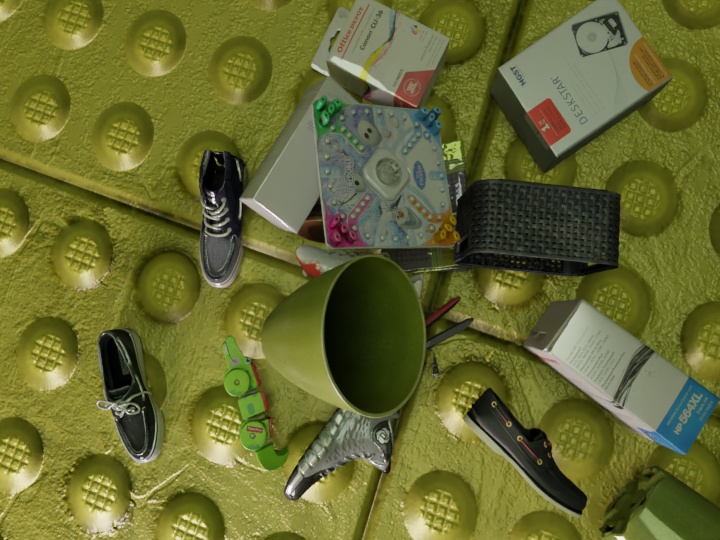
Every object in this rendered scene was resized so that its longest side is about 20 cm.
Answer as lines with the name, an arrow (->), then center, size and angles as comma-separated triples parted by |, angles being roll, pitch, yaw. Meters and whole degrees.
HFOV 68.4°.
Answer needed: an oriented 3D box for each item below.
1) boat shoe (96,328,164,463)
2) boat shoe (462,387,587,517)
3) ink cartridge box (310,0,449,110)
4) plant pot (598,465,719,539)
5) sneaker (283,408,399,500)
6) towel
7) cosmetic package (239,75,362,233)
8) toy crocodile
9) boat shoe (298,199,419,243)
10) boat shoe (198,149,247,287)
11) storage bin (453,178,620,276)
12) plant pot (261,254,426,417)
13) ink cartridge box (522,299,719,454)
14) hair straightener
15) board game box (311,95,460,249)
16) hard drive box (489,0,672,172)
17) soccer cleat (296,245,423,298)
boat shoe -> -0.348, 0.187, 0.790 | 0.071, 0.068, 0.207 | -11, 84, 4
boat shoe -> 0.235, 0.251, 0.732 | 0.201, 0.074, 0.064 | 43, 97, 12
ink cartridge box -> 0.024, -0.331, 0.809 | 0.195, 0.068, 0.119 | 28, 87, 7
plant pot -> 0.413, 0.362, 0.663 | 0.190, 0.200, 0.201 | 43, 89, 19
sneaker -> -0.015, 0.268, 0.753 | 0.114, 0.075, 0.202 | 37, 87, 5
towel -> 0.097, -0.095, 0.803 | 0.138, 0.023, 0.208 | -2, 84, 5
cosmetic package -> -0.084, -0.165, 0.767 | 0.084, 0.107, 0.204 | 32, 85, -24
toy crocodile -> -0.160, 0.192, 0.776 | 0.060, 0.067, 0.207 | -17, 85, -16
boat shoe -> -0.005, -0.082, 0.783 | 0.193, 0.071, 0.073 | 2, 65, 17
boat shoe -> -0.216, -0.081, 0.792 | 0.072, 0.093, 0.208 | 2, 84, 5
storage bin -> 0.234, -0.054, 0.720 | 0.192, 0.135, 0.098 | 5, 83, -2
plant pot -> -0.043, 0.090, 0.708 | 0.196, 0.183, 0.195 | -10, 81, 46
ink cartridge box -> 0.330, 0.131, 0.699 | 0.198, 0.146, 0.085 | 38, 89, 7
hair straightener -> 0.085, 0.122, 0.753 | 0.197, 0.041, 0.078 | -33, 77, -15
board game box -> 0.038, -0.133, 0.714 | 0.193, 0.026, 0.208 | -2, 77, -23
hard drive box -> 0.316, -0.271, 0.775 | 0.197, 0.077, 0.158 | -34, 82, 1
soccer cleat -> 0.000, 0.000, 0.768 | 0.195, 0.069, 0.087 | 28, 119, 3
